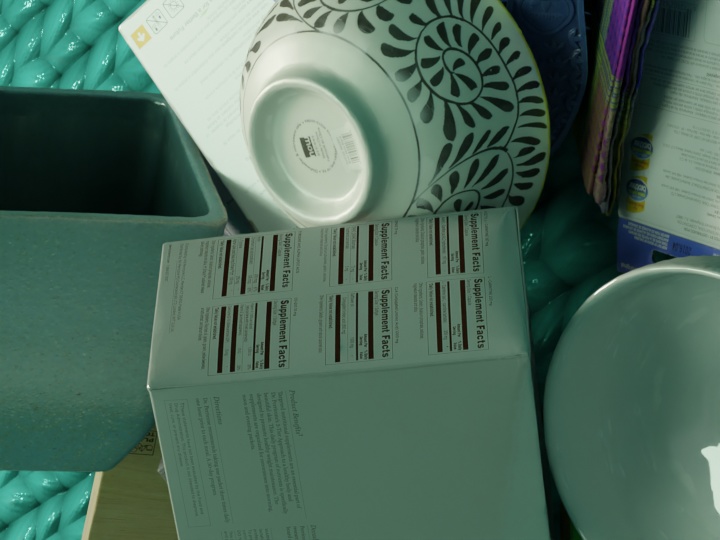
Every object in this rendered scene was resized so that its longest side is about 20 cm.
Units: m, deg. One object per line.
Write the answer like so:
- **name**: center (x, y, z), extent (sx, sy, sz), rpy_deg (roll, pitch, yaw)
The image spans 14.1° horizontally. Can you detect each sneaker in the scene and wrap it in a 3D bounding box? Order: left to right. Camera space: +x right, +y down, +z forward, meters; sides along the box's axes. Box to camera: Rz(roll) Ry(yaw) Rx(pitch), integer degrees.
- **sneaker**: center (0.101, -0.157, 1.639), extent (0.078, 0.070, 0.200), rpy_deg (-74, -7, -59)

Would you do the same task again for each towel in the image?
- **towel**: center (0.143, -0.148, 1.623), extent (0.144, 0.023, 0.200), rpy_deg (-96, 12, -54)

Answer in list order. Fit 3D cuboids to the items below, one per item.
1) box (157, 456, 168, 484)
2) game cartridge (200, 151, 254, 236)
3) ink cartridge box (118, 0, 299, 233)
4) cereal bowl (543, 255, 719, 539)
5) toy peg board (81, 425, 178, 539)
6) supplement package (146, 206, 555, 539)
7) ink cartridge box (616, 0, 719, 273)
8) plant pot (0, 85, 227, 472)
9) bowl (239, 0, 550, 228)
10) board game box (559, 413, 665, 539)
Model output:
- **box**: center (0.001, 0.148, 1.728), extent (0.200, 0.158, 0.048), rpy_deg (53, -172, -6)
- **game cartridge**: center (-0.074, -0.022, 1.942), extent (0.200, 0.041, 0.133), rpy_deg (53, 166, -28)
- **ink cartridge box**: center (-0.022, -0.130, 1.753), extent (0.198, 0.043, 0.200), rpy_deg (-40, 73, 21)
- **cereal bowl**: center (0.199, 0.084, 1.527), extent (0.200, 0.083, 0.200), rpy_deg (13, 112, 36)
- **toy peg board**: center (-0.093, 0.165, 1.960), extent (0.098, 0.200, 0.199), rpy_deg (-115, 35, -60)
- **supplement package**: center (0.000, 0.089, 1.590), extent (0.147, 0.200, 0.191), rpy_deg (-89, -7, -56)
- **ink cartridge box**: center (0.193, -0.086, 1.592), extent (0.119, 0.042, 0.200), rpy_deg (22, 108, 58)
- **plant pot**: center (-0.204, 0.014, 1.799), extent (0.196, 0.196, 0.200), rpy_deg (-117, 32, -60)
- **bowl**: center (-0.002, -0.080, 1.630), extent (0.201, 0.094, 0.201), rpy_deg (19, 123, 32)
- **board game box**: center (0.159, 0.178, 1.617), extent (0.030, 0.095, 0.200), rpy_deg (-168, 78, -77)
